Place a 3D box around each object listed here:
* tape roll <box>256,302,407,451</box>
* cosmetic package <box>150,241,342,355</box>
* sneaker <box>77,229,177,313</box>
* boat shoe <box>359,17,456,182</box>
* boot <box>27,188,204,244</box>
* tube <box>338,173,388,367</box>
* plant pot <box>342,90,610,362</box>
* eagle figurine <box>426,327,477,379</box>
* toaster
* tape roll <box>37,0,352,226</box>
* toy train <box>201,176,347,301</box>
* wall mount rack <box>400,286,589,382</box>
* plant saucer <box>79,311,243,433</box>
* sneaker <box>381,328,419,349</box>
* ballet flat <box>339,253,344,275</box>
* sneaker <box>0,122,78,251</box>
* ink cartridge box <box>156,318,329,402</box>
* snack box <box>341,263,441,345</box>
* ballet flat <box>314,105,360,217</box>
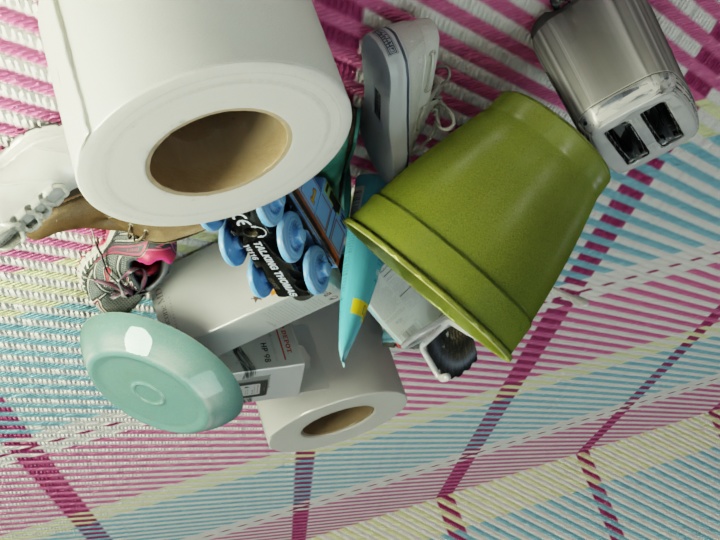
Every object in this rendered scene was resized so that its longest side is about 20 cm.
[{"bbox_3d":[-0.051,0.149,1.443,0.203,0.139,0.203,-16,157,-7],"label":"tape roll"},{"bbox_3d":[-0.127,0.017,1.154,0.200,0.102,0.071,-26,156,12],"label":"cosmetic package"},{"bbox_3d":[-0.238,0.000,1.061,0.081,0.075,0.200,-8,155,-26],"label":"sneaker"},{"bbox_3d":[0.048,-0.159,0.953,0.086,0.075,0.202,-25,152,-13],"label":"boat shoe"},{"bbox_3d":[-0.212,-0.052,0.946,0.200,0.076,0.074,-16,-173,-2],"label":"boot"},{"bbox_3d":[0.000,0.000,1.085,0.050,0.200,0.077,11,170,8],"label":"tube"},{"bbox_3d":[0.122,-0.053,0.956,0.193,0.200,0.200,-49,155,-2],"label":"plant pot"},{"bbox_3d":[0.136,0.022,1.311,0.152,0.151,0.200,-13,151,-43],"label":"eagle figurine"},{"bbox_3d":[0.241,-0.180,0.971,0.114,0.129,0.200,-28,156,18],"label":"toaster"},{"bbox_3d":[-0.120,-0.141,0.756,0.203,0.139,0.203,-17,158,-7],"label":"tape roll"},{"bbox_3d":[-0.080,-0.056,0.936,0.087,0.114,0.200,-4,144,22],"label":"toy train"},{"bbox_3d":[0.151,0.057,1.152,0.200,0.075,0.174,-27,171,-23],"label":"wall mount rack"},{"bbox_3d":[-0.228,0.124,1.149,0.200,0.036,0.200,15,141,12],"label":"plant saucer"},{"bbox_3d":[0.081,0.050,1.420,0.079,0.096,0.200,4,-174,9],"label":"sneaker"},{"bbox_3d":[-0.038,0.008,1.264,0.200,0.067,0.046,-15,140,0],"label":"ballet flat"},{"bbox_3d":[-0.289,-0.060,0.871,0.200,0.087,0.075,-20,155,-2],"label":"sneaker"},{"bbox_3d":[-0.142,0.098,1.274,0.200,0.116,0.067,-6,138,-19],"label":"ink cartridge box"},{"bbox_3d":[0.086,-0.019,1.172,0.200,0.037,0.116,-44,129,-5],"label":"snack box"},{"bbox_3d":[-0.040,-0.104,1.019,0.070,0.067,0.200,7,155,0],"label":"ballet flat"}]
